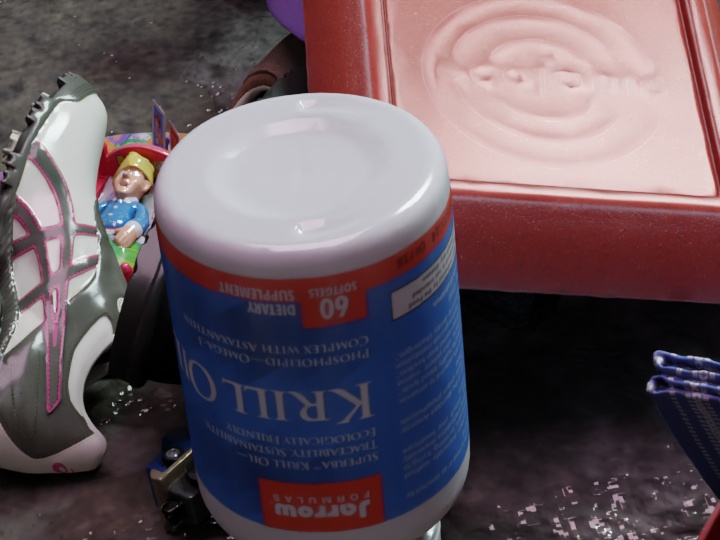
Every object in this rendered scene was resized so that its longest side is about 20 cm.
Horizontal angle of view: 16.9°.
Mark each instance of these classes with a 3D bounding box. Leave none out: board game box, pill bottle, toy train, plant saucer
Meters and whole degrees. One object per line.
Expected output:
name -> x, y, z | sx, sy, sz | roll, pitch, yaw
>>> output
board game box -> -0.123, -0.027, 1.185 | 0.157, 0.039, 0.200 | -21, 38, -19
pill bottle -> -0.014, 0.042, 0.938 | 0.112, 0.201, 0.112 | -5, 35, 3
toy train -> -0.031, 0.049, 1.073 | 0.046, 0.034, 0.200 | 15, 41, 32
plant saucer -> 0.078, -0.075, 1.049 | 0.198, 0.037, 0.201 | 4, 46, -8

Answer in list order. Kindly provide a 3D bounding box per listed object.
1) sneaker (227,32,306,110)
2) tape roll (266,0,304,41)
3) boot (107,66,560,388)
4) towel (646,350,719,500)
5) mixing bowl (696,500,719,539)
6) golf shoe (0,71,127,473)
sneaker -> 0.009, -0.053, 1.199 | 0.075, 0.071, 0.200 | -41, 43, -8
tape roll -> 0.055, -0.142, 1.231 | 0.199, 0.066, 0.200 | 14, 21, -5
boot -> 0.001, -0.002, 1.044 | 0.157, 0.080, 0.211 | 25, 47, 13
towel -> 0.218, 0.072, 0.901 | 0.199, 0.145, 0.024 | 4, 64, 27
mixing bowl -> 0.210, 0.145, 0.811 | 0.199, 0.108, 0.201 | -7, 68, 18
golf shoe -> -0.138, 0.004, 1.103 | 0.088, 0.077, 0.201 | 16, 61, -4
